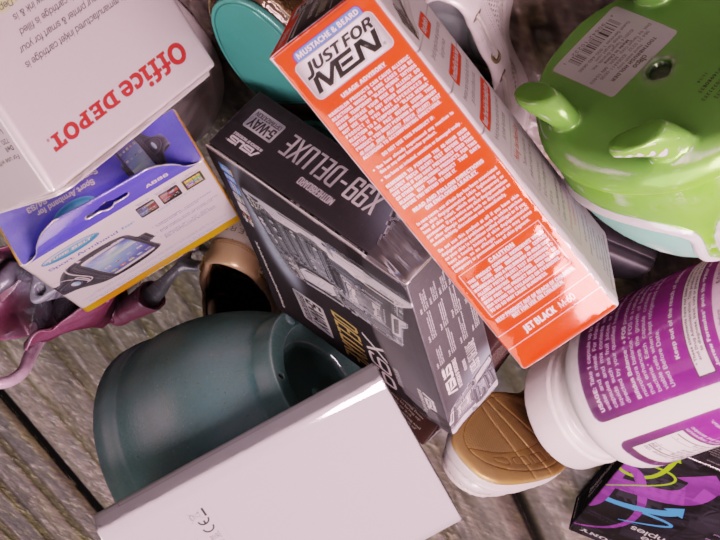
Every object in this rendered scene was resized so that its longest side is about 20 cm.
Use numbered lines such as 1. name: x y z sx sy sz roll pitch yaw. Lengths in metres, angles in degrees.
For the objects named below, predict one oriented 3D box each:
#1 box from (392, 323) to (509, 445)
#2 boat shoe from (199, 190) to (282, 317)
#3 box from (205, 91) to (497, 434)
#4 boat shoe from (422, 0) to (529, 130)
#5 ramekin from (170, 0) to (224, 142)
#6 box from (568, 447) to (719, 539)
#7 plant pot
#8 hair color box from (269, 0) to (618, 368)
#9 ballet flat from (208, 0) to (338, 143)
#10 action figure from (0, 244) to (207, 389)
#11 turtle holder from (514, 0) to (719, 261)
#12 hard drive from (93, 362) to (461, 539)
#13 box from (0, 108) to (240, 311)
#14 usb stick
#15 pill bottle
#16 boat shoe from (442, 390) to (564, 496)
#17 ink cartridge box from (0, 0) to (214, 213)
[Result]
1. box: 0.055 0.029 1.186 0.100 0.075 0.200 45 153 9
2. boat shoe: -0.089 0.020 1.296 0.074 0.069 0.200 15 150 12
3. box: 0.000 0.000 1.057 0.158 0.050 0.200 36 163 26
4. boat shoe: 0.053 -0.108 0.993 0.071 0.069 0.200 12 149 17
5. ramekin: -0.195 -0.116 1.120 0.202 0.094 0.203 16 150 10
6. box: 0.258 0.183 1.369 0.143 0.036 0.200 22 152 0
7. plant pot: -0.064 0.108 1.199 0.134 0.201 0.200 -34 121 31
8. hair color box: 0.045 -0.059 0.881 0.064 0.111 0.200 -35 104 15
9. ballet flat: -0.025 -0.114 1.041 0.070 0.065 0.200 7 146 34
10. action figure: -0.206 0.024 1.301 0.134 0.149 0.200 24 -176 14
11. turtle holder: 0.185 -0.073 0.892 0.185 0.141 0.132 -2 142 35
12. hard drive: -0.050 0.157 1.117 0.200 0.026 0.132 -29 122 0
13. box: -0.141 -0.034 1.041 0.042 0.119 0.200 59 177 12
14. usb stick: 0.103 -0.034 1.061 0.200 0.033 0.055 20 168 -39
15. pill bottle: 0.202 0.061 1.109 0.112 0.112 0.200 37 139 -25
16. boat shoe: 0.103 0.124 1.210 0.069 0.200 0.071 -45 76 26
17. ink cartridge box: -0.195 -0.150 0.950 0.084 0.145 0.200 -15 113 47
